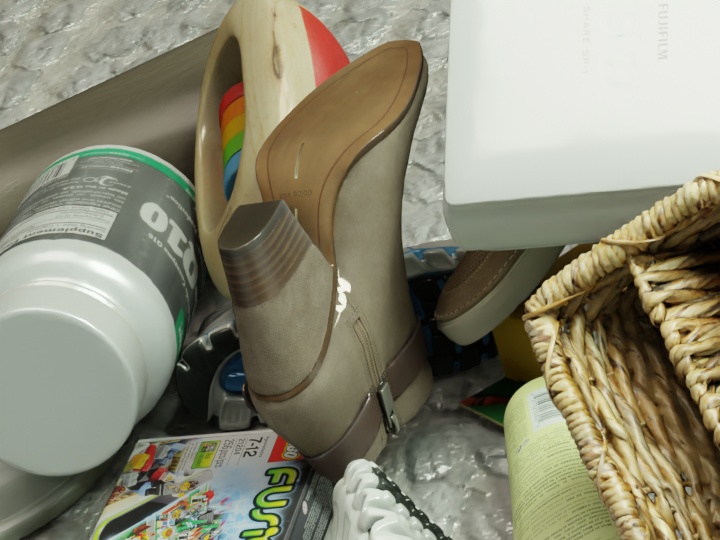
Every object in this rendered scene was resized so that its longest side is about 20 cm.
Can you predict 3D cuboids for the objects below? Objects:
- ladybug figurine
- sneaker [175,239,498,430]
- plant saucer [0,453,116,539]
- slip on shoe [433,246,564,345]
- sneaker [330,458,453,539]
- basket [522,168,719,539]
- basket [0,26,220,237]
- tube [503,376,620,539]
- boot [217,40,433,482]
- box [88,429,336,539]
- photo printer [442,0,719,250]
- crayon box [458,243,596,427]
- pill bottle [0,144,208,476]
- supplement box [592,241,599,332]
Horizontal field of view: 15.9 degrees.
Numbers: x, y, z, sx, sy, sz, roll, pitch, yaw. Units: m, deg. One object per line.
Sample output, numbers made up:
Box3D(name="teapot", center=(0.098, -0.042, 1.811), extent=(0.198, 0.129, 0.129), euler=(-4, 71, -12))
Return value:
Box3D(name="ladybug figurine", center=(-0.041, -0.063, 1.371), extent=(0.072, 0.136, 0.201), euler=(10, 48, -17))
Box3D(name="sneaker", center=(-0.004, 0.019, 1.390), extent=(0.199, 0.075, 0.087), euler=(-14, 23, 5))
Box3D(name="plant saucer", center=(-0.229, 0.088, 1.406), extent=(0.199, 0.050, 0.200), euler=(-13, 29, 7))
Box3D(name="slip on shoe", center=(0.090, -0.057, 1.301), extent=(0.200, 0.060, 0.076), euler=(-54, 14, 5))
Box3D(name="sneaker", center=(0.008, 0.150, 1.156), extent=(0.081, 0.075, 0.200), euler=(-44, 19, 7))
Box3D(name="basket", center=(0.183, 0.051, 1.032), extent=(0.148, 0.143, 0.201), euler=(-6, 59, -29))
Box3D(name="basket", center=(-0.117, -0.059, 1.526), extent=(0.199, 0.137, 0.180), euler=(-22, 24, -1))
Box3D(name="tube", center=(0.095, 0.114, 1.154), extent=(0.052, 0.058, 0.200), euler=(12, 22, -6))
Box3D(name="boot", center=(0.000, 0.000, 1.278), extent=(0.070, 0.147, 0.200), euler=(2, 40, 40))
Box3D(name="box", center=(-0.082, 0.149, 1.237), extent=(0.109, 0.035, 0.200), euler=(-6, 30, 18))
Box3D(name="photo printer", center=(0.141, -0.095, 1.215), extent=(0.199, 0.069, 0.167), euler=(-4, 67, 18))
Box3D(name="crayon box", center=(0.157, 0.022, 1.318), extent=(0.200, 0.051, 0.127), euler=(-33, 33, -26))
Box3D(name="pill bottle", center=(-0.146, 0.020, 1.359), extent=(0.112, 0.114, 0.200), euler=(-10, 24, 11))
Box3D(name="supplement box", center=(0.179, -0.019, 1.264), extent=(0.108, 0.061, 0.200), euler=(-5, 33, 19))
